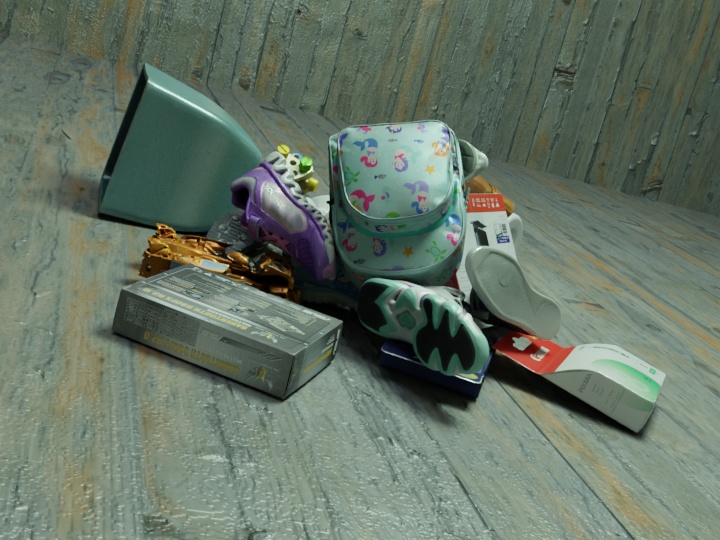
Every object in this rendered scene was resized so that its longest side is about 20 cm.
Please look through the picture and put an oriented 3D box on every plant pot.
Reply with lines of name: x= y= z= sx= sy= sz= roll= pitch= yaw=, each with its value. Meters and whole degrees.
plant pot: x=-0.258 y=-0.165 z=1.520 sx=0.197 sy=0.199 sz=0.197 roll=20 pitch=12 yaw=-19

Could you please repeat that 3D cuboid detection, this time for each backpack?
backpack: x=0.045 y=-0.077 z=1.247 sx=0.174 sy=0.204 sz=0.151 roll=-3 pitch=-19 yaw=2

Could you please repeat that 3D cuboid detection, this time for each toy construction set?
toy construction set: x=-0.072 y=-0.084 z=1.398 sx=0.130 sy=0.093 sz=0.199 roll=-30 pitch=50 yaw=-34

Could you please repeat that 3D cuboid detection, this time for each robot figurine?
robot figurine: x=-0.162 y=0.001 z=1.245 sx=0.196 sy=0.059 sz=0.145 roll=14 pitch=15 yaw=-8

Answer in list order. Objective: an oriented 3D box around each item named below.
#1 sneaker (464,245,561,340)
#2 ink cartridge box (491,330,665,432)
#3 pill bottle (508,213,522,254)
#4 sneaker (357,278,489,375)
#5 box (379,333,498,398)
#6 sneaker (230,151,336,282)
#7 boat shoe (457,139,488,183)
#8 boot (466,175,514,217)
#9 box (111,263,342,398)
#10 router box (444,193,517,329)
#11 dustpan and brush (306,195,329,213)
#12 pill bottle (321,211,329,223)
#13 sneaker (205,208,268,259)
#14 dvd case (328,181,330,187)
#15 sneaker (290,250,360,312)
sneaker: x=0.160 y=0.027 z=1.271 sx=0.098 sy=0.072 sz=0.199 roll=11 pitch=-18 yaw=44
ink cartridge box: x=0.275 y=0.112 z=1.280 sx=0.198 sy=0.051 sz=0.161 roll=33 pitch=18 yaw=15
pill bottle: x=0.173 y=-0.075 z=1.804 sx=0.198 sy=0.115 sz=0.113 roll=24 pitch=16 yaw=31
sneaker: x=0.104 y=0.057 z=1.160 sx=0.138 sy=0.079 sz=0.199 roll=3 pitch=19 yaw=-40
box: x=0.093 y=0.099 z=1.215 sx=0.119 sy=0.033 sz=0.200 roll=18 pitch=13 yaw=10
sneaker: x=-0.098 y=-0.055 z=1.267 sx=0.087 sy=0.081 sz=0.201 roll=-21 pitch=54 yaw=-21
boat shoe: x=0.073 y=-0.121 z=1.387 sx=0.199 sy=0.076 sz=0.064 roll=-19 pitch=-13 yaw=27
boot: x=0.135 y=-0.116 z=1.589 sx=0.153 sy=0.075 sz=0.200 roll=28 pitch=-6 yaw=-19
box: x=-0.133 y=0.058 z=1.081 sx=0.197 sy=0.049 sz=0.158 roll=19 pitch=15 yaw=12
router box: x=0.152 y=-0.011 z=1.409 sx=0.048 sy=0.183 sz=0.199 roll=-15 pitch=-4 yaw=32
dustpan and brush: x=-0.054 y=-0.083 z=1.568 sx=0.137 sy=0.058 sz=0.200 roll=-5 pitch=-25 yaw=18
pill bottle: x=0.007 y=-0.032 z=1.442 sx=0.197 sy=0.106 sz=0.104 roll=12 pitch=10 yaw=33
sneaker: x=-0.153 y=-0.050 z=1.458 sx=0.070 sy=0.083 sz=0.200 roll=30 pitch=40 yaw=15
dvd case: x=0.068 y=-0.094 z=1.578 sx=0.198 sy=0.016 sz=0.147 roll=27 pitch=15 yaw=37
sneaker: x=0.000 y=0.000 z=1.311 sx=0.196 sy=0.092 sz=0.079 roll=7 pitch=22 yaw=6
